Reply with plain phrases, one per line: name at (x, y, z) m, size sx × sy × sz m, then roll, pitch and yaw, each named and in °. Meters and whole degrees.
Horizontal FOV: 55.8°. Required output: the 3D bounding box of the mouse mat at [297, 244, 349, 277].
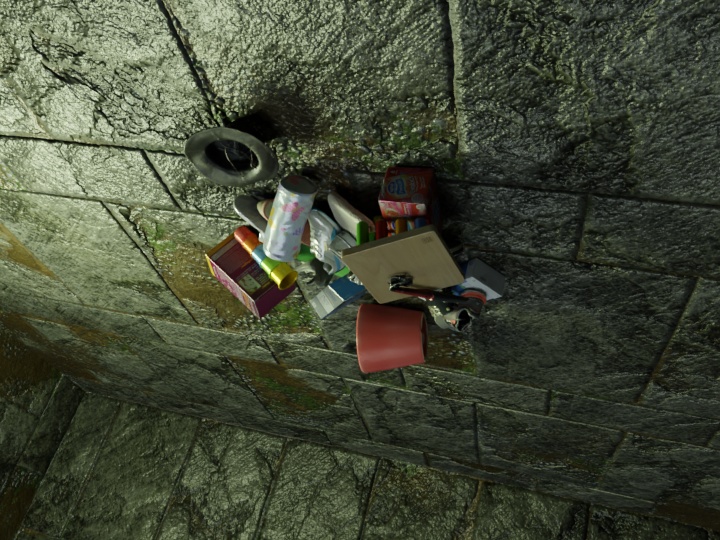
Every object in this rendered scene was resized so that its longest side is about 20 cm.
mouse mat at (-0.068, -0.029, 1.789) m, size 0.200 × 0.008 × 0.161 m, roll 21°, pitch 151°, yaw -10°

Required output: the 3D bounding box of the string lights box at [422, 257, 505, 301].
string lights box at (0.248, 0.042, 1.687) m, size 0.103 × 0.059 × 0.200 m, roll 32°, pitch 149°, yaw -25°

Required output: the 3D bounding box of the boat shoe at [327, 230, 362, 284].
boat shoe at (0.000, 0.000, 1.590) m, size 0.200 × 0.066 × 0.072 m, roll 51°, pitch 167°, yaw -24°

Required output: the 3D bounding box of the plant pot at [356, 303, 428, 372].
plant pot at (0.094, 0.189, 1.909) m, size 0.177 × 0.201 × 0.200 m, roll -2°, pitch 148°, yaw 12°

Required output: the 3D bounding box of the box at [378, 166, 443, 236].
box at (0.110, -0.121, 1.435) m, size 0.100 × 0.096 × 0.200 m, roll 6°, pitch 150°, yaw 17°

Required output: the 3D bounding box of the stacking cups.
stacking cups at (-0.237, -0.041, 1.687) m, size 0.200 × 0.060 × 0.061 m, roll 46°, pitch 161°, yaw 24°

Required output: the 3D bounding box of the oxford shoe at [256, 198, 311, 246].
oxford shoe at (-0.160, -0.119, 1.640) m, size 0.200 × 0.071 × 0.074 m, roll 34°, pitch 175°, yaw -33°

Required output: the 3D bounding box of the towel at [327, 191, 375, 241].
towel at (-0.003, -0.090, 1.548) m, size 0.133 × 0.034 × 0.200 m, roll 39°, pitch 166°, yaw 26°

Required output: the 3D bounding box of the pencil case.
pencil case at (-0.158, -0.115, 1.529) m, size 0.091 × 0.083 × 0.200 m, roll 4°, pitch 127°, yaw -21°

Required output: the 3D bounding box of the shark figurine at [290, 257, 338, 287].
shark figurine at (-0.130, -0.020, 1.781) m, size 0.214 × 0.128 × 0.090 m, roll 9°, pitch 130°, yaw 52°

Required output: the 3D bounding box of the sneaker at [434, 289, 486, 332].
sneaker at (0.234, 0.114, 1.672) m, size 0.077 × 0.082 × 0.200 m, roll 22°, pitch 151°, yaw -10°

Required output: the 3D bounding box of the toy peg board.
toy peg board at (0.090, -0.040, 1.416) m, size 0.199 × 0.098 × 0.200 m, roll -16°, pitch 144°, yaw 20°

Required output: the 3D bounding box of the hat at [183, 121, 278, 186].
hat at (-0.263, -0.259, 1.415) m, size 0.200 × 0.081 × 0.201 m, roll 6°, pitch 152°, yaw 3°

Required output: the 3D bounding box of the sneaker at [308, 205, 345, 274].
sneaker at (-0.084, -0.071, 1.615) m, size 0.077 × 0.081 × 0.200 m, roll 39°, pitch 165°, yaw 48°

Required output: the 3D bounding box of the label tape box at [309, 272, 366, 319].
label tape box at (-0.025, 0.041, 1.729) m, size 0.063 × 0.144 × 0.200 m, roll 57°, pitch 147°, yaw 4°

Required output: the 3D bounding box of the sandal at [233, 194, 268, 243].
sandal at (-0.233, -0.110, 1.673) m, size 0.207 × 0.079 × 0.059 m, roll 40°, pitch 146°, yaw -21°

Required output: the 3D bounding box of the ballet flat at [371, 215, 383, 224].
ballet flat at (0.081, -0.063, 1.598) m, size 0.067 × 0.067 × 0.200 m, roll -21°, pitch 141°, yaw 6°

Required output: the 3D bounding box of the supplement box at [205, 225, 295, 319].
supplement box at (-0.282, 0.003, 1.754) m, size 0.200 × 0.131 × 0.103 m, roll 41°, pitch 157°, yaw 21°

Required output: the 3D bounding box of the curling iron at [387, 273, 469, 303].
curling iron at (0.147, 0.047, 1.435) m, size 0.200 × 0.026 × 0.050 m, roll 16°, pitch 145°, yaw -25°

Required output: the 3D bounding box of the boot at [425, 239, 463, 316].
boot at (0.196, 0.020, 1.586) m, size 0.204 × 0.073 × 0.154 m, roll -24°, pitch 92°, yaw 58°
